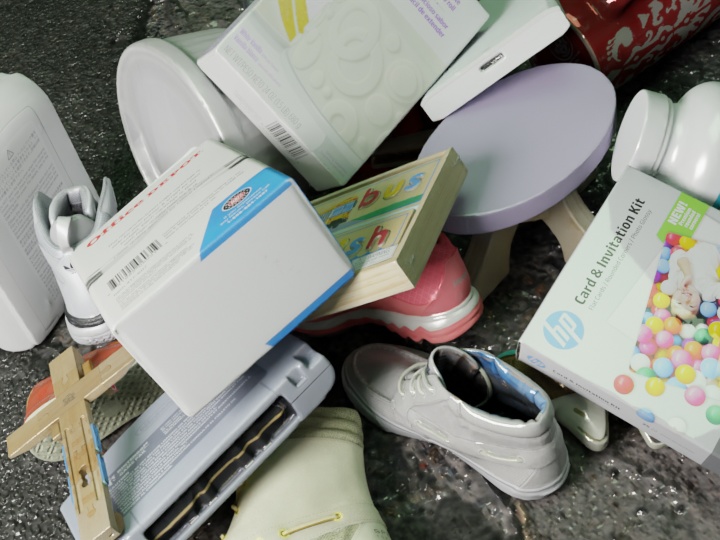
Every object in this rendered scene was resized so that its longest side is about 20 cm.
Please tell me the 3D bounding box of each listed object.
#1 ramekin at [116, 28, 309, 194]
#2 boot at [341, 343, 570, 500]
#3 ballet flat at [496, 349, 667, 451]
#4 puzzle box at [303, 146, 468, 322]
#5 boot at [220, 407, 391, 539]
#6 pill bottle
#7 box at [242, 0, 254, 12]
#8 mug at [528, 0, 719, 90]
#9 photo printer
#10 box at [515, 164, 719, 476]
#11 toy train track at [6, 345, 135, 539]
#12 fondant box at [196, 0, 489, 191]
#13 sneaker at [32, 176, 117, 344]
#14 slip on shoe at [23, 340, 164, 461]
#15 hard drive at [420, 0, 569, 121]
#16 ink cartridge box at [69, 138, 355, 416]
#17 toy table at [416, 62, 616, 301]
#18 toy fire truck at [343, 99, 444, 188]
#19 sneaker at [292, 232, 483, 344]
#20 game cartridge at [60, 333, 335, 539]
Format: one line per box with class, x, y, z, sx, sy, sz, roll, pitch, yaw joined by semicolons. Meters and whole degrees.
ramekin;-0.125;-0.119;0.919;0.094;0.204;0.202;-30;46;-29
boot;0.060;0.081;0.739;0.199;0.096;0.074;24;57;34
ballet flat;0.191;0.089;0.728;0.197;0.068;0.073;-3;65;8
puzzle box;-0.023;-0.015;0.758;0.199;0.026;0.134;-18;30;36
boot;-0.080;0.177;0.707;0.198;0.073;0.155;-16;44;0
pill bottle;0.291;-0.072;0.766;0.198;0.111;0.112;16;50;-1
box;-0.035;-0.243;0.986;0.121;0.200;0.107;-9;78;7
mug;0.254;-0.268;0.968;0.199;0.178;0.133;-38;52;-14
photo printer;-0.304;-0.055;0.897;0.069;0.201;0.167;6;50;20
box;0.228;0.040;0.688;0.199;0.041;0.157;30;72;18
toy train track;-0.187;0.123;0.721;0.114;0.033;0.200;-38;36;2
fondant box;-0.011;-0.186;0.833;0.200;0.144;0.058;-50;17;-18
sneaker;-0.219;-0.033;0.889;0.074;0.116;0.201;-11;28;4
slip on shoe;-0.180;0.078;0.831;0.199;0.074;0.061;-29;43;-6
hard drive;0.112;-0.203;0.903;0.131;0.026;0.200;-34;19;18
ink cartridge box;-0.112;-0.006;0.726;0.146;0.085;0.200;-41;25;-8
toy table;0.130;-0.067;0.845;0.199;0.118;0.184;-34;47;-18
toy fire truck;0.035;-0.111;0.939;0.200;0.049;0.140;-40;36;-22
sneaker;0.000;0.000;0.822;0.198;0.088;0.074;1;34;30
game cartridge;-0.116;0.119;0.721;0.200;0.041;0.133;-44;28;-13
